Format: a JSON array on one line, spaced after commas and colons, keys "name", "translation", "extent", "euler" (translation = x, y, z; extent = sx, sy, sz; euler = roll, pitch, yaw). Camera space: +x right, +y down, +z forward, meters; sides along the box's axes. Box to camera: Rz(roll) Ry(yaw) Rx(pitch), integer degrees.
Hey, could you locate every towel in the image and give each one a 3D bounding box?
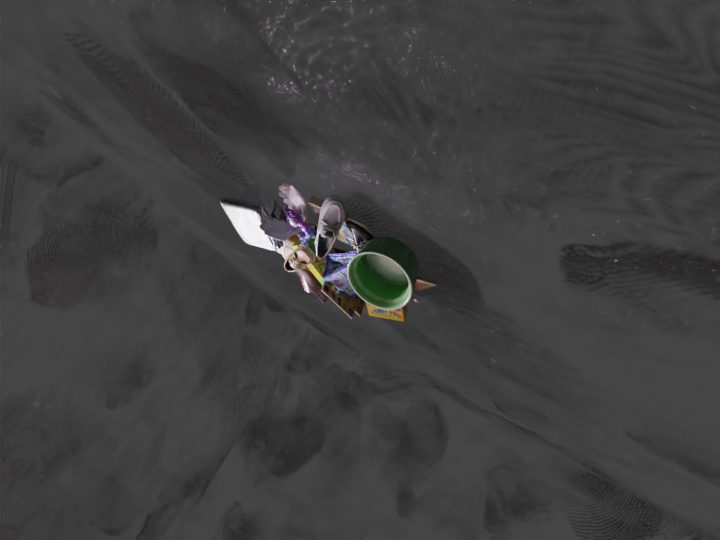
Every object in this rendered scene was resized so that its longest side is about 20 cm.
[{"name": "towel", "translation": [-0.345, -0.151, 1.711], "extent": [0.198, 0.048, 0.173], "euler": [15, 141, 37]}]

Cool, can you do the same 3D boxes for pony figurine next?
[{"name": "pony figurine", "translation": [-0.192, -0.153, 1.634], "extent": [0.191, 0.168, 0.200], "euler": [29, -177, -6]}]

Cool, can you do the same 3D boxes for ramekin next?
[{"name": "ramekin", "translation": [0.070, 0.003, 1.499], "extent": [0.197, 0.098, 0.202], "euler": [17, 133, 19]}]

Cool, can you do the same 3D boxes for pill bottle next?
[{"name": "pill bottle", "translation": [-0.326, -0.196, 1.803], "extent": [0.110, 0.112, 0.200], "euler": [25, 163, 28]}, {"name": "pill bottle", "translation": [-0.222, -0.075, 1.974], "extent": [0.198, 0.112, 0.111], "euler": [22, 162, 36]}]

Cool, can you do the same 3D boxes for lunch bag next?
[{"name": "lunch bag", "translation": [0.000, 0.000, 1.729], "extent": [0.198, 0.095, 0.150], "euler": [-15, 142, 38]}]

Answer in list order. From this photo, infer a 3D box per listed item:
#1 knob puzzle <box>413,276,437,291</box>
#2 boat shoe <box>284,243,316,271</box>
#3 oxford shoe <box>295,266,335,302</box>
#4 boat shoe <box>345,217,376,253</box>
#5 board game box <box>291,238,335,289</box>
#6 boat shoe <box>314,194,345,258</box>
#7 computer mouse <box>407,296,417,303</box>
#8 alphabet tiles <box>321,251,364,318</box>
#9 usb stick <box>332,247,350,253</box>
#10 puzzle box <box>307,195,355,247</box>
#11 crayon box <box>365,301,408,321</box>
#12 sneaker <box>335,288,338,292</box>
[{"name": "knob puzzle", "translation": [0.115, 0.018, 1.648], "extent": [0.216, 0.031, 0.220], "euler": [12, 168, 2]}, {"name": "boat shoe", "translation": [-0.200, -0.033, 1.737], "extent": [0.074, 0.066, 0.200], "euler": [45, 158, -6]}, {"name": "oxford shoe", "translation": [-0.183, 0.036, 1.874], "extent": [0.199, 0.073, 0.071], "euler": [38, 170, -12]}, {"name": "boat shoe", "translation": [0.011, -0.079, 1.563], "extent": [0.071, 0.068, 0.200], "euler": [22, 160, 40]}, {"name": "board game box", "translation": [-0.135, -0.040, 1.834], "extent": [0.201, 0.102, 0.047], "euler": [52, 154, -18]}, {"name": "boat shoe", "translation": [-0.084, -0.115, 1.483], "extent": [0.072, 0.067, 0.202], "euler": [8, 135, -8]}, {"name": "computer mouse", "translation": [0.135, 0.096, 1.813], "extent": [0.138, 0.047, 0.200], "euler": [16, 171, -12]}, {"name": "alphabet tiles", "translation": [-0.048, 0.060, 1.818], "extent": [0.007, 0.169, 0.200], "euler": [-17, 132, 36]}, {"name": "usb stick", "translation": [-0.057, -0.051, 1.861], "extent": [0.198, 0.033, 0.056], "euler": [18, 152, 47]}, {"name": "puzzle box", "translation": [-0.071, -0.142, 1.610], "extent": [0.132, 0.026, 0.200], "euler": [26, 164, 29]}, {"name": "crayon box", "translation": [0.083, 0.101, 1.712], "extent": [0.124, 0.052, 0.201], "euler": [8, 148, 16]}, {"name": "sneaker", "translation": [-0.012, 0.067, 1.957], "extent": [0.197, 0.079, 0.085], "euler": [13, -177, -26]}]
